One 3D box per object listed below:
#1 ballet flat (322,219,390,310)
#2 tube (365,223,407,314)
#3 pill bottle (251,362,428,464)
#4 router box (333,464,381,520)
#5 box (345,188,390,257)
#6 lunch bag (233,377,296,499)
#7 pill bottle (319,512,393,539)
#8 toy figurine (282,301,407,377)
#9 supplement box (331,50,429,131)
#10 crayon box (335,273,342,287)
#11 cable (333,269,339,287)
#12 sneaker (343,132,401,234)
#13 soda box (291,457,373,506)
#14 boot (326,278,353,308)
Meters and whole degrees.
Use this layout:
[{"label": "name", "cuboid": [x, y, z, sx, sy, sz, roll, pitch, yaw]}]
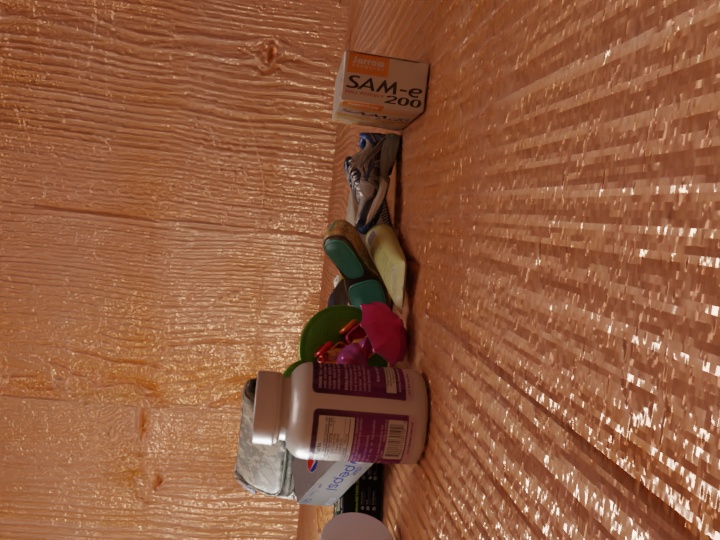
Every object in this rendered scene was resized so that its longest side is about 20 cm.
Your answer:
[{"label": "ballet flat", "cuboid": [0.000, 0.000, 0.995, 0.071, 0.070, 0.201, -93, -21, -51]}, {"label": "tube", "cuboid": [0.046, -0.013, 0.931, 0.052, 0.058, 0.200, -39, 22, 9]}, {"label": "pill bottle", "cuboid": [-0.027, 0.168, 0.738, 0.112, 0.198, 0.114, -174, 90, -83]}, {"label": "router box", "cuboid": [-0.007, 0.343, 1.005, 0.150, 0.061, 0.202, 108, 166, -66]}, {"label": "box", "cuboid": [0.013, -0.077, 1.146, 0.201, 0.068, 0.083, -97, 14, -59]}, {"label": "lunch bag", "cuboid": [-0.124, 0.278, 1.042, 0.140, 0.166, 0.202, -83, 2, -65]}, {"label": "pill bottle", "cuboid": [-0.017, 0.427, 0.805, 0.117, 0.115, 0.202, -103, 19, -69]}, {"label": "toy figurine", "cuboid": [-0.014, 0.116, 0.880, 0.151, 0.200, 0.184, 51, 154, 1]}, {"label": "supplement box", "cuboid": [0.024, -0.275, 0.974, 0.200, 0.124, 0.074, -144, 61, -83]}, {"label": "crayon box", "cuboid": [-0.024, 0.041, 1.430, 0.201, 0.051, 0.127, 104, 169, -55]}, {"label": "cable", "cuboid": [-0.057, 0.059, 1.690, 0.201, 0.050, 0.098, 106, 171, -53]}, {"label": "sneaker", "cuboid": [0.008, -0.152, 1.057, 0.077, 0.084, 0.202, 107, 177, -62]}, {"label": "soda box", "cuboid": [-0.025, 0.260, 0.896, 0.201, 0.063, 0.069, -53, 35, 30]}, {"label": "boot", "cuboid": [-0.023, 0.021, 1.182, 0.075, 0.096, 0.201, 45, -151, -37]}]
